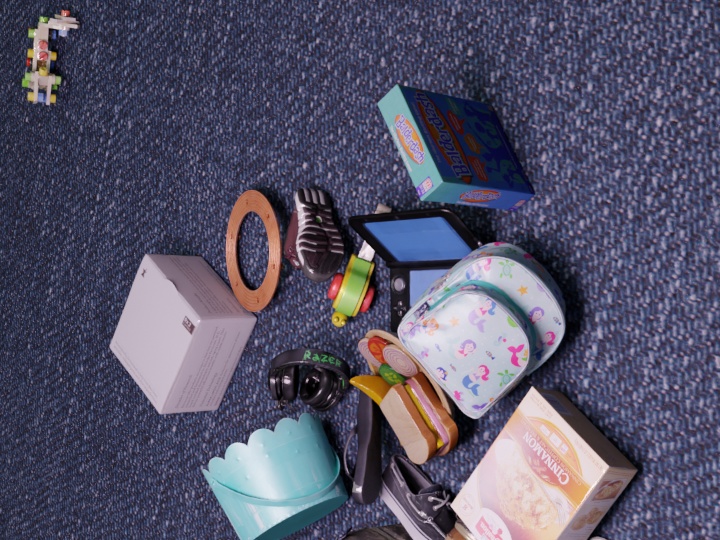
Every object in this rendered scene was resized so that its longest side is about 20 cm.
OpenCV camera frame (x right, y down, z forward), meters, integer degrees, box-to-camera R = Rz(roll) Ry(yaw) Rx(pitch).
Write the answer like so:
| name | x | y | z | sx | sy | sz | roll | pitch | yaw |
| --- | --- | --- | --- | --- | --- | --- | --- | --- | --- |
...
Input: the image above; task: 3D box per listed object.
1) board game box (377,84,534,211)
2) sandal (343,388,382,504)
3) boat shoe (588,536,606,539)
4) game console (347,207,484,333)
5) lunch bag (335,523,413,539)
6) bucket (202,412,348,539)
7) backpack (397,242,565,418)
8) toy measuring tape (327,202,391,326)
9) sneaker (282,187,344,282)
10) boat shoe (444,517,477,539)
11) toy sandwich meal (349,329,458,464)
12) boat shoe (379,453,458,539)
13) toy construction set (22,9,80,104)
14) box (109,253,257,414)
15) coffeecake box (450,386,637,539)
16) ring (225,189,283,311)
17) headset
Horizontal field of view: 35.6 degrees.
| name | x | y | z | sx | sy | sz | roll | pitch | yaw |
| --- | --- | --- | --- | --- | --- | --- | --- | --- | --- |
| board game box | 0.128 | -0.158 | 1.470 | 0.045 | 0.199 | 0.154 | -40 | 63 | 36 |
| sandal | 0.003 | 0.254 | 1.626 | 0.042 | 0.077 | 0.202 | -9 | 44 | 15 |
| boat shoe | 0.287 | 0.436 | 1.388 | 0.072 | 0.060 | 0.205 | -1 | 88 | 44 |
| game console | 0.085 | 0.010 | 1.564 | 0.198 | 0.116 | 0.179 | -2 | 87 | 45 |
| lunch bag | 0.014 | 0.465 | 1.583 | 0.139 | 0.167 | 0.203 | 26 | 106 | 41 |
| bucket | -0.123 | 0.323 | 1.707 | 0.207 | 0.206 | 0.136 | -42 | 68 | 35 |
| backpack | 0.163 | 0.070 | 1.441 | 0.200 | 0.151 | 0.178 | -41 | 92 | 14 |
| toy measuring tape | 0.000 | 0.000 | 1.678 | 0.073 | 0.073 | 0.202 | 39 | 116 | 38 |
| sneaker | -0.079 | -0.026 | 1.743 | 0.201 | 0.075 | 0.116 | -96 | 24 | -48 |
| boat shoe | 0.181 | 0.415 | 1.462 | 0.074 | 0.076 | 0.200 | -46 | 63 | 1 |
| toy sandwich meal | 0.057 | 0.177 | 1.565 | 0.205 | 0.070 | 0.206 | 43 | 154 | 26 |
| boat shoe | 0.098 | 0.333 | 1.577 | 0.200 | 0.071 | 0.068 | 43 | 119 | 44 |
| toy construction set | -0.652 | -0.449 | 2.327 | 0.202 | 0.091 | 0.131 | -69 | 24 | 8 |
| box | -0.309 | 0.108 | 1.941 | 0.199 | 0.130 | 0.202 | 43 | 117 | 37 |
| coffeecake box | 0.228 | 0.276 | 1.419 | 0.154 | 0.073 | 0.201 | 47 | 113 | 41 |
| ring | -0.175 | -0.033 | 1.866 | 0.200 | 0.019 | 0.204 | 5 | 96 | 57 |
| headset | -0.090 | 0.164 | 1.744 | 0.200 | 0.122 | 0.095 | 129 | 151 | -51 |
